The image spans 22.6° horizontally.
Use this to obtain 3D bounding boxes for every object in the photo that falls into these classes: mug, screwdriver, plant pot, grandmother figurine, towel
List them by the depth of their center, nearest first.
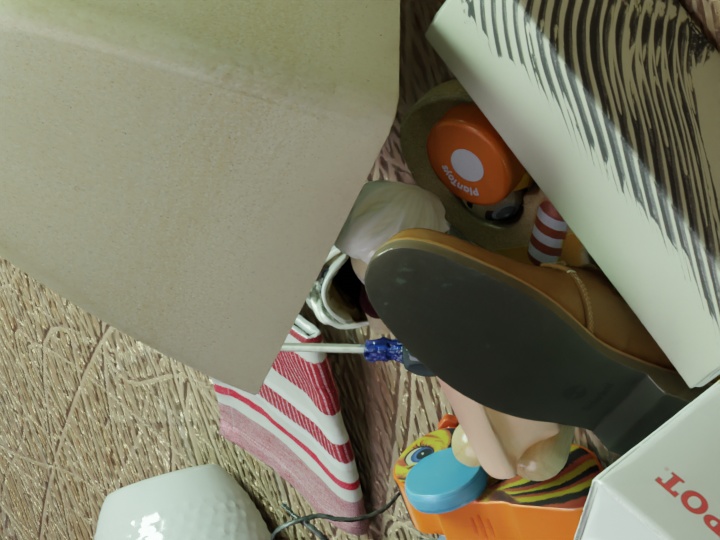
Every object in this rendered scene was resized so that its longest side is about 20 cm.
[{"bbox_3d":[-0.096,-0.094,0.856,0.201,0.175,0.201,118,161,-43],"label":"plant pot"},{"bbox_3d":[0.045,0.030,0.878,0.120,0.061,0.200,-1,142,33],"label":"grandmother figurine"},{"bbox_3d":[-0.014,0.047,1.013,0.197,0.029,0.028,-3,141,10],"label":"screwdriver"},{"bbox_3d":[-0.060,0.078,1.188,0.144,0.023,0.201,33,150,35],"label":"towel"},{"bbox_3d":[-0.122,0.244,1.349,0.200,0.146,0.177,67,-174,-80],"label":"mug"}]

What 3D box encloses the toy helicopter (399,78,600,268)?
[{"bbox_3d":[0.093,-0.007,0.882,0.200,0.079,0.132,48,143,-6],"label":"toy helicopter"}]

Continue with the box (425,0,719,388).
[{"bbox_3d":[0.123,-0.057,0.784,0.201,0.082,0.068,52,148,8],"label":"box"}]

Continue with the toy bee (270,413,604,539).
[{"bbox_3d":[0.058,0.115,1.025,0.198,0.109,0.132,12,126,17],"label":"toy bee"}]

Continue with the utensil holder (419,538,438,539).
[{"bbox_3d":[0.082,0.278,1.051,0.199,0.169,0.171,27,138,37],"label":"utensil holder"}]

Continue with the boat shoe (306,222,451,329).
[{"bbox_3d":[0.000,0.000,1.016,0.199,0.069,0.072,4,119,57],"label":"boat shoe"}]

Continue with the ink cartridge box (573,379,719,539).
[{"bbox_3d":[0.194,0.119,0.718,0.147,0.199,0.147,42,145,26],"label":"ink cartridge box"}]

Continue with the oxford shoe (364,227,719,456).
[{"bbox_3d":[0.088,0.024,0.804,0.199,0.072,0.071,26,138,-22],"label":"oxford shoe"}]
